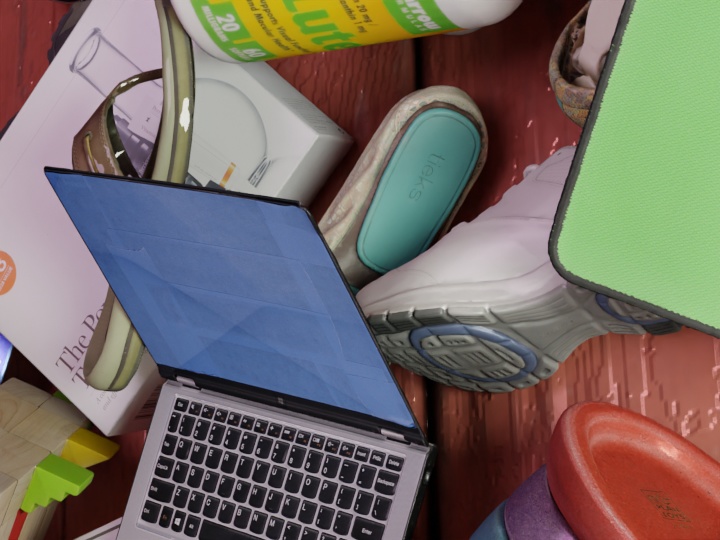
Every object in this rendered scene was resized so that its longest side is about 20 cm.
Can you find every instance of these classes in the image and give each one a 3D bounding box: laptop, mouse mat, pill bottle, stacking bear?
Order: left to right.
[{"bbox_3d":[-0.074,0.074,0.856,0.187,0.116,0.201,10,81,47],"label":"laptop"},{"bbox_3d":[0.015,-0.163,0.905,0.199,0.111,0.112,-5,70,28],"label":"pill bottle"},{"bbox_3d":[0.073,0.163,0.776,0.201,0.121,0.114,-58,46,21],"label":"stacking bear"},{"bbox_3d":[0.181,-0.040,0.720,0.199,0.008,0.162,21,105,13],"label":"mouse mat"}]

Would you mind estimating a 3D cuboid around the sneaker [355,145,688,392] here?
[{"bbox_3d":[0.081,-0.005,0.869,0.199,0.074,0.088,-17,50,32],"label":"sneaker"}]

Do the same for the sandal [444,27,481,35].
[{"bbox_3d":[0.062,-0.217,0.976,0.082,0.050,0.204,-1,85,29],"label":"sandal"}]

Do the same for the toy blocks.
[{"bbox_3d":[-0.206,0.144,1.014,0.099,0.200,0.137,24,103,4],"label":"toy blocks"}]

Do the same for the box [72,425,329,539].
[{"bbox_3d":[-0.066,0.164,0.940,0.199,0.060,0.117,-26,57,35],"label":"box"}]

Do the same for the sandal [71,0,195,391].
[{"bbox_3d":[-0.118,-0.039,0.960,0.080,0.057,0.202,-124,47,-79],"label":"sandal"}]

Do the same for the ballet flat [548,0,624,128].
[{"bbox_3d":[0.150,-0.145,0.846,0.201,0.070,0.071,-55,45,13],"label":"ballet flat"}]

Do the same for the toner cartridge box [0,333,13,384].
[{"bbox_3d":[-0.251,0.114,1.129,0.095,0.043,0.201,-178,106,-74],"label":"toner cartridge box"}]

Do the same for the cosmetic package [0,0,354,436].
[{"bbox_3d":[-0.121,-0.037,1.038,0.151,0.052,0.201,41,105,19],"label":"cosmetic package"}]

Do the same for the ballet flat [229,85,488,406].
[{"bbox_3d":[0.000,0.000,0.953,0.201,0.067,0.062,-57,17,7],"label":"ballet flat"}]

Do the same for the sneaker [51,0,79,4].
[{"bbox_3d":[-0.141,-0.233,1.152,0.199,0.073,0.113,-7,69,51],"label":"sneaker"}]

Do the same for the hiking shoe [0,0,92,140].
[{"bbox_3d":[-0.154,-0.067,1.107,0.100,0.075,0.201,18,86,50],"label":"hiking shoe"}]
